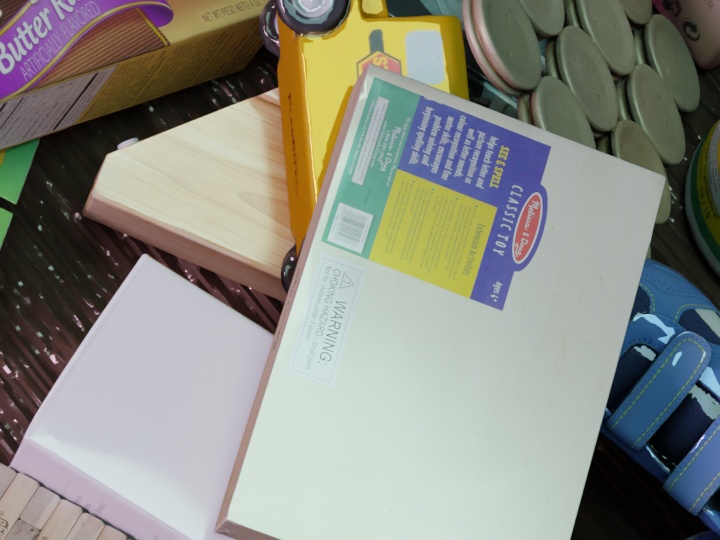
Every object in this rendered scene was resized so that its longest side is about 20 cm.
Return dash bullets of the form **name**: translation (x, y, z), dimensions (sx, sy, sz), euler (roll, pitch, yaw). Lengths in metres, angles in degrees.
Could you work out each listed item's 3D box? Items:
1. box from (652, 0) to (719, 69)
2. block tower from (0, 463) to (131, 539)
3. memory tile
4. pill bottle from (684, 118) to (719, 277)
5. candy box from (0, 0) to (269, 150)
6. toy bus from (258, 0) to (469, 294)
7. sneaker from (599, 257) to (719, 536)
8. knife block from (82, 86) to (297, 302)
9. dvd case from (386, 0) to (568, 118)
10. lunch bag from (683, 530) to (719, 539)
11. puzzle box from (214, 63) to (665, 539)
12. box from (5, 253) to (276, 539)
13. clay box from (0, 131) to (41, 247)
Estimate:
- **box**: translation (0.211, -0.200, 1.313), dimensions (0.128, 0.200, 0.109), euler (-26, 76, -24)
- **block tower**: translation (-0.078, 0.148, 1.099), dimensions (0.200, 0.058, 0.054), euler (28, 57, 6)
- **memory tile**: translation (0.100, -0.095, 1.262), dimensions (0.153, 0.017, 0.200), euler (57, 29, -21)
- **pill bottle**: translation (0.229, -0.063, 1.260), dimensions (0.113, 0.200, 0.113), euler (6, 66, -14)
- **candy box**: translation (-0.138, -0.124, 1.226), dimensions (0.200, 0.056, 0.117), euler (-22, 73, -44)
- **toy bus**: translation (0.006, -0.042, 1.177), dimensions (0.078, 0.065, 0.200), euler (-4, 84, -10)
- **sneaker**: translation (0.143, 0.060, 1.177), dimensions (0.200, 0.082, 0.074), euler (31, 106, -19)
- **knife block**: translation (0.000, 0.000, 1.237), dimensions (0.200, 0.064, 0.176), euler (-22, 86, -12)
- **dvd case**: translation (0.021, -0.148, 1.298), dimensions (0.200, 0.022, 0.146), euler (32, 38, -5)
- **lunch bag**: translation (0.122, 0.207, 1.186), dimensions (0.200, 0.076, 0.160), euler (-33, 78, -25)
- **puzzle box**: translation (0.034, 0.031, 1.111), dimensions (0.133, 0.025, 0.200), euler (21, 69, -8)
- **box**: translation (-0.040, 0.104, 1.153), dimensions (0.200, 0.124, 0.098), euler (32, 62, -2)
- **clay box**: translation (-0.244, -0.047, 1.188), dimensions (0.200, 0.048, 0.115), euler (22, 50, -8)
